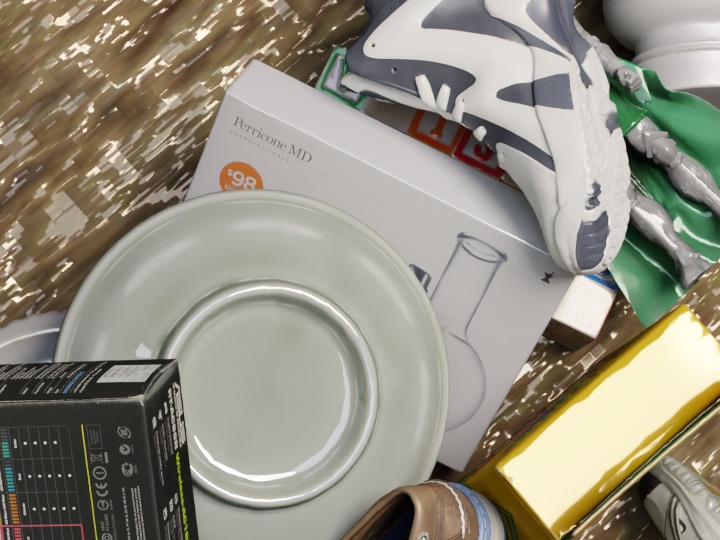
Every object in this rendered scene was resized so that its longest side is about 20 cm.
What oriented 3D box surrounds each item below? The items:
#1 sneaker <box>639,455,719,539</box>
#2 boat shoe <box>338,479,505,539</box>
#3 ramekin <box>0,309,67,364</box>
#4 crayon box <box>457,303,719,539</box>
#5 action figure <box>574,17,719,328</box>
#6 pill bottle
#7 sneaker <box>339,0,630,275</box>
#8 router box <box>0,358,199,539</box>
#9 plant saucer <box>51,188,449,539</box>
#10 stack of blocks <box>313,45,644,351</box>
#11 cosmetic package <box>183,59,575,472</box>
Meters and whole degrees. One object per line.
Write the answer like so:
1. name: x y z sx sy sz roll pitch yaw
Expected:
1. sneaker: 0.187 0.174 0.829 0.076 0.200 0.088 30 103 -33
2. boat shoe: -0.018 0.178 0.772 0.072 0.072 0.200 39 97 43
3. ramekin: -0.147 0.112 0.847 0.200 0.105 0.200 1 80 -3
4. crayon box: 0.116 0.085 0.812 0.127 0.200 0.051 -38 84 -14
5. action figure: 0.122 -0.080 0.858 0.200 0.055 0.118 46 99 11
6. pill bottle: 0.191 -0.189 0.915 0.109 0.109 0.200 1 79 -3
7. sneaker: 0.055 -0.083 0.814 0.130 0.079 0.199 -16 83 24
8. router box: -0.151 0.143 0.737 0.150 0.062 0.200 -2 104 9
9. plant saucer: -0.048 0.059 0.777 0.200 0.050 0.200 0 88 -14
10. stack of blocks: 0.061 -0.051 0.909 0.200 0.059 0.115 26 80 2
11. cosmetic package: 0.000 0.000 0.858 0.200 0.052 0.151 26 121 2
